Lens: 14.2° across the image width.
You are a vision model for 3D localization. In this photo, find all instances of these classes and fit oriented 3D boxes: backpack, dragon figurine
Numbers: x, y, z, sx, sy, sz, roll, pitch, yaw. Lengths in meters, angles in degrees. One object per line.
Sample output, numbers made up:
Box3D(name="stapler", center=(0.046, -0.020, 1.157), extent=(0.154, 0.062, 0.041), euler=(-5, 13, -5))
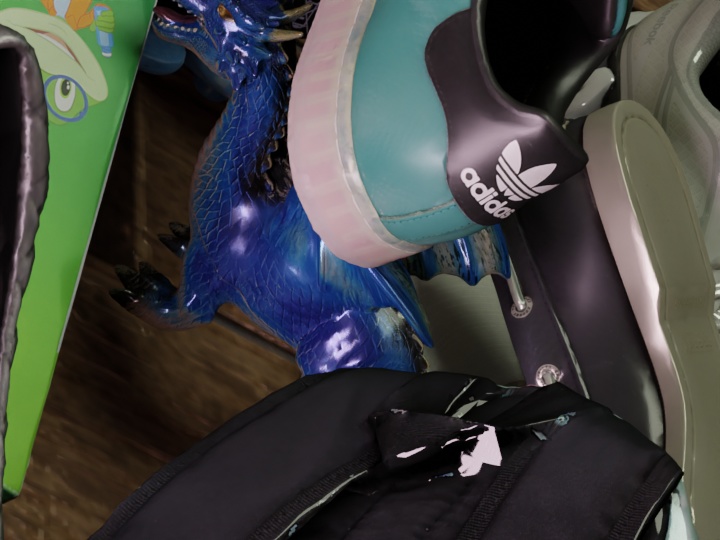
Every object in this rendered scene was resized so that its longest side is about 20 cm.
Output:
Box3D(name="backpack", center=(-0.001, 0.119, 0.608), extent=(0.200, 0.167, 0.127), euler=(-55, 145, -24))
Box3D(name="dragon figurine", center=(0.000, 0.000, 0.794), extent=(0.200, 0.099, 0.059), euler=(47, 37, 1))

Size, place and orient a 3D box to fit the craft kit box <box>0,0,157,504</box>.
Box3D(name="craft kit box", center=(-0.152, -0.065, 0.725), extent=(0.200, 0.048, 0.198), euler=(29, 60, -28))

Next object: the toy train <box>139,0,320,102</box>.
Box3D(name="toy train", center=(-0.076, -0.120, 0.911), extent=(0.200, 0.087, 0.114), euler=(12, 34, -50))

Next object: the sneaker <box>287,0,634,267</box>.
Box3D(name="sneaker", center=(0.039, -0.094, 0.763), extent=(0.071, 0.080, 0.200), euler=(39, 48, -43))

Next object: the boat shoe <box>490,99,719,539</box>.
Box3D(name="boat shoe", center=(0.078, 0.052, 0.861), extent=(0.073, 0.063, 0.200), euler=(11, 65, -60))

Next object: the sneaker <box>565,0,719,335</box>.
Box3D(name="sneaker", center=(0.108, -0.006, 0.927), extent=(0.075, 0.081, 0.200), euler=(22, 55, -38))

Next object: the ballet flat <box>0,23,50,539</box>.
Box3D(name="ballet flat", center=(-0.107, 0.037, 0.660), extent=(0.066, 0.057, 0.200), euler=(10, 74, -34))

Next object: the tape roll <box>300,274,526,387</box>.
Box3D(name="tape roll", center=(0.065, 0.089, 0.900), extent=(0.203, 0.037, 0.203), euler=(33, 33, -24))
